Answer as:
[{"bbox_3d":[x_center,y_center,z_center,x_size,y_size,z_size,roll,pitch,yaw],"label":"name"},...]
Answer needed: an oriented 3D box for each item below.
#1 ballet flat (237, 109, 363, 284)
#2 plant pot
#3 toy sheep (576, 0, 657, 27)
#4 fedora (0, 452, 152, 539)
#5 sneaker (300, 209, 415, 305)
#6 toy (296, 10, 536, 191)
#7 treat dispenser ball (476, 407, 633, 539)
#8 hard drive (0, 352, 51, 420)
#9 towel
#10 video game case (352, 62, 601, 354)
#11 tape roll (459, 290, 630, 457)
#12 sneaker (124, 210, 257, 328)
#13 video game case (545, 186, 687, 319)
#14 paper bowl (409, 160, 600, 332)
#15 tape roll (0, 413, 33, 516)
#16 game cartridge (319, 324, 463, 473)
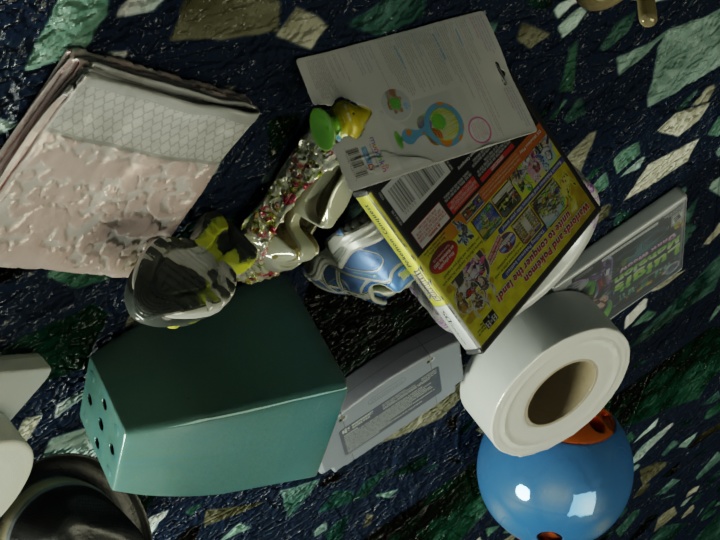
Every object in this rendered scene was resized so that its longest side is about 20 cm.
[{"bbox_3d":[-0.053,-0.049,1.353,0.075,0.064,0.201,-8,140,-45],"label":"ballet flat"},{"bbox_3d":[-0.141,0.115,1.414,0.199,0.142,0.142,-12,143,-28],"label":"plant pot"},{"bbox_3d":[0.238,-0.288,1.276,0.137,0.138,0.200,-7,150,-44],"label":"toy sheep"},{"bbox_3d":[-0.253,0.268,1.452,0.200,0.091,0.202,-6,99,-43],"label":"fedora"},{"bbox_3d":[0.000,0.000,1.425,0.076,0.077,0.200,-36,178,-12],"label":"sneaker"},{"bbox_3d":[0.041,-0.138,1.305,0.199,0.116,0.047,-19,173,-35],"label":"toy"},{"bbox_3d":[0.247,0.252,2.001,0.200,0.201,0.201,-29,151,-18],"label":"treat dispenser ball"},{"bbox_3d":[-0.343,0.121,1.246,0.132,0.026,0.200,-47,165,14],"label":"hard drive"},{"bbox_3d":[-0.191,-0.071,1.191,0.199,0.032,0.191,7,128,-53],"label":"towel"},{"bbox_3d":[0.107,-0.060,1.378,0.200,0.181,0.025,-47,-159,-29],"label":"video game case"},{"bbox_3d":[0.217,0.123,1.852,0.201,0.071,0.203,-24,141,-21],"label":"tape roll"},{"bbox_3d":[-0.142,0.018,1.267,0.085,0.074,0.200,-50,176,21],"label":"sneaker"},{"bbox_3d":[0.310,0.004,1.904,0.199,0.023,0.182,-34,152,-9],"label":"video game case"},{"bbox_3d":[0.127,-0.042,1.532,0.200,0.105,0.201,-28,150,-18],"label":"paper bowl"},{"bbox_3d":[-0.358,0.196,1.282,0.202,0.037,0.203,-40,163,-15],"label":"tape roll"},{"bbox_3d":[0.025,0.141,1.755,0.199,0.042,0.134,-32,147,-12],"label":"game cartridge"}]
